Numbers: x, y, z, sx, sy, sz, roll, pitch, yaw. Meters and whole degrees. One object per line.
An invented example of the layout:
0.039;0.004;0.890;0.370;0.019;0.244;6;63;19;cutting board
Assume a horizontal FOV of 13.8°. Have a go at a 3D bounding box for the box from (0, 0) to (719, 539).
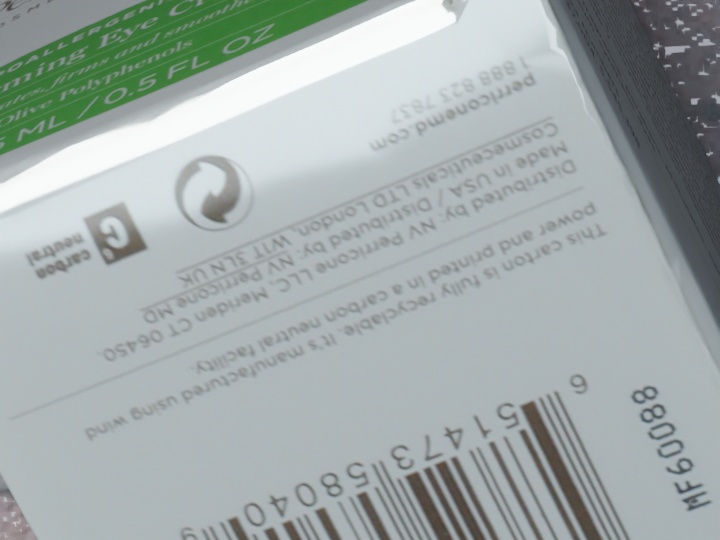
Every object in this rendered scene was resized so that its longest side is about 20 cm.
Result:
0.000;0.000;0.861;0.199;0.171;0.200;-22;112;13;box
